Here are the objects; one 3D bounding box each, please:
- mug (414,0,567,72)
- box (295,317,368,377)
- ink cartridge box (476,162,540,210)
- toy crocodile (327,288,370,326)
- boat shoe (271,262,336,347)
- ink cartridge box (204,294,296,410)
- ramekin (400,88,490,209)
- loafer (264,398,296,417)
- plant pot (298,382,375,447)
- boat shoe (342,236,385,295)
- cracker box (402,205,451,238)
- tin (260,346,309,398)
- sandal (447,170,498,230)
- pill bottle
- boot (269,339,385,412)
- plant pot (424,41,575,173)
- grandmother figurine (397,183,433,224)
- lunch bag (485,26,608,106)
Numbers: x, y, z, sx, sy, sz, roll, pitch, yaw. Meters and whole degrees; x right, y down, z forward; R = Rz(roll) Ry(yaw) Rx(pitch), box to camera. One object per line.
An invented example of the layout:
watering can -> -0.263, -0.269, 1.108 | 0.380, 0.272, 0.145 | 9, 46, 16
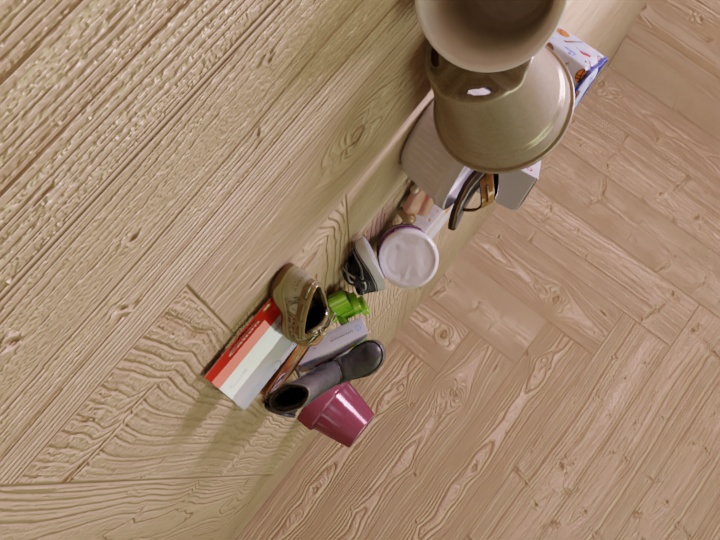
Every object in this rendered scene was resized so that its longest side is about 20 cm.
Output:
mug -> 0.157, -0.310, 0.747 | 0.187, 0.149, 0.153 | -51, 180, 31
box -> -0.064, 0.171, 1.507 | 0.155, 0.041, 0.200 | -24, 162, -12
ink cartridge box -> 0.270, -0.225, 1.388 | 0.084, 0.144, 0.200 | -62, -178, 40
toy crocodile -> -0.031, 0.067, 1.419 | 0.067, 0.062, 0.200 | -28, 167, 7
boat shoe -> -0.077, 0.065, 1.056 | 0.074, 0.062, 0.200 | -58, 158, -20
ink cartridge box -> -0.153, 0.126, 1.090 | 0.160, 0.047, 0.200 | -51, 171, -13
ramekin -> 0.152, -0.208, 1.161 | 0.200, 0.105, 0.200 | -51, 170, -13
loafer -> -0.163, 0.277, 1.561 | 0.200, 0.071, 0.063 | 94, 15, -83
plant pot -> -0.062, 0.435, 2.202 | 0.200, 0.179, 0.200 | -49, 169, -13
boat shoe -> 0.000, 0.000, 1.314 | 0.067, 0.072, 0.200 | -23, 163, 0
cracker box -> 0.138, -0.100, 1.610 | 0.200, 0.058, 0.134 | -50, 169, -18
tin -> -0.127, 0.146, 1.313 | 0.201, 0.042, 0.112 | -56, 166, 19
sandal -> 0.207, -0.144, 1.170 | 0.201, 0.054, 0.082 | -55, 170, 11
pill bottle -> 0.087, -0.033, 1.397 | 0.113, 0.112, 0.200 | -53, -175, 6
boot -> -0.060, 0.202, 1.387 | 0.181, 0.073, 0.200 | -35, 165, 23
plant pot -> 0.170, -0.248, 0.933 | 0.201, 0.200, 0.183 | -53, 159, 5
grandmother figurine -> 0.138, -0.178, 1.346 | 0.121, 0.060, 0.200 | -55, 177, -43
lunch bag -> 0.293, -0.314, 1.246 | 0.124, 0.170, 0.200 | -38, 163, -45
